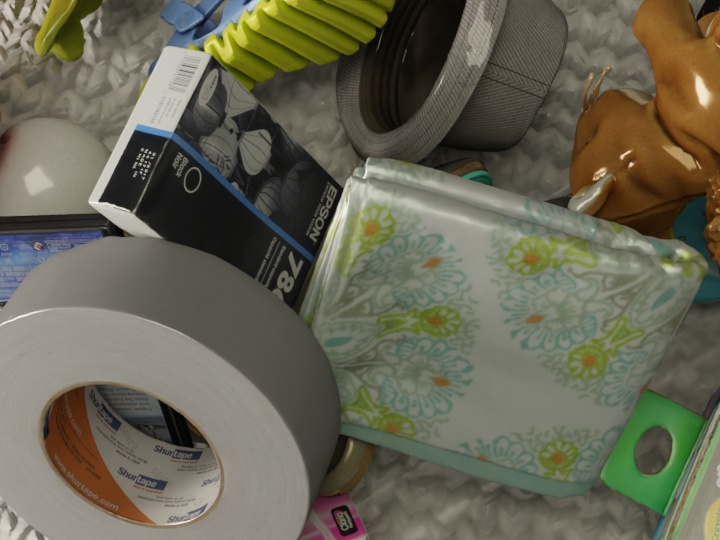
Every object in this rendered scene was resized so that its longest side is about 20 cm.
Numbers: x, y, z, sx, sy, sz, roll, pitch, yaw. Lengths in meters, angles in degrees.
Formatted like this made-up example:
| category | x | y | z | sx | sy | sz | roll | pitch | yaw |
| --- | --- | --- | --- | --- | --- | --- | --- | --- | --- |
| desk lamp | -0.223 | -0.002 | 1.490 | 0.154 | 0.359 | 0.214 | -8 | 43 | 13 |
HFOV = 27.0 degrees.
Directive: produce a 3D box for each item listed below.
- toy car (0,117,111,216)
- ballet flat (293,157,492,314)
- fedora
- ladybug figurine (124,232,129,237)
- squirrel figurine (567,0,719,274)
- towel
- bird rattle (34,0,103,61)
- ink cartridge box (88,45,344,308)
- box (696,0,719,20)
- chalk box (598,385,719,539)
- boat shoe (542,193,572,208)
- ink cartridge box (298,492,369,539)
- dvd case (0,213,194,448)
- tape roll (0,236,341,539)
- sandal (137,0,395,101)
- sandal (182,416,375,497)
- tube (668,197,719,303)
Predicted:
| category | x | y | z | sx | sy | sz | roll | pitch | yaw |
| --- | --- | --- | --- | --- | --- | --- | --- | --- | --- |
| toy car | -0.231 | -0.050 | 0.966 | 0.200 | 0.177 | 0.185 | 18 | 62 | -18 |
| ballet flat | 0.000 | 0.000 | 0.939 | 0.068 | 0.068 | 0.200 | 41 | 99 | 34 |
| fedora | 0.066 | -0.139 | 0.949 | 0.090 | 0.200 | 0.177 | 19 | 96 | -22 |
| ladybug figurine | -0.116 | -0.010 | 0.928 | 0.200 | 0.136 | 0.072 | -34 | 83 | -28 |
| squirrel figurine | 0.204 | -0.065 | 0.807 | 0.187 | 0.141 | 0.200 | -38 | 62 | 24 |
| towel | 0.064 | 0.036 | 0.815 | 0.200 | 0.171 | 0.048 | 16 | 38 | -7 |
| bird rattle | -0.237 | -0.241 | 0.989 | 0.113 | 0.163 | 0.200 | -41 | 84 | 30 |
| ink cartridge box | -0.067 | -0.034 | 0.859 | 0.039 | 0.200 | 0.100 | 14 | 74 | 32 |
| box | 0.301 | -0.100 | 0.929 | 0.132 | 0.115 | 0.200 | -7 | 75 | -5 |
| chalk box | 0.240 | 0.138 | 0.869 | 0.200 | 0.124 | 0.125 | 24 | 79 | 12 |
| boat shoe | 0.083 | -0.013 | 0.897 | 0.200 | 0.067 | 0.057 | -20 | 51 | -20 |
| ink cartridge box | -0.100 | 0.168 | 0.896 | 0.200 | 0.037 | 0.095 | -19 | 38 | -9 |
| dvd case | -0.183 | 0.051 | 0.877 | 0.142 | 0.200 | 0.018 | -2 | 38 | 13 |
| tape roll | -0.114 | 0.080 | 0.818 | 0.200 | 0.201 | 0.066 | 14 | 39 | 9 |
| sandal | -0.067 | -0.168 | 0.980 | 0.200 | 0.079 | 0.087 | -21 | 58 | 24 |
| sandal | -0.077 | 0.078 | 0.911 | 0.200 | 0.054 | 0.080 | 22 | 91 | 39 |
| tube | 0.152 | 0.001 | 0.956 | 0.200 | 0.050 | 0.078 | -13 | 81 | -4 |
